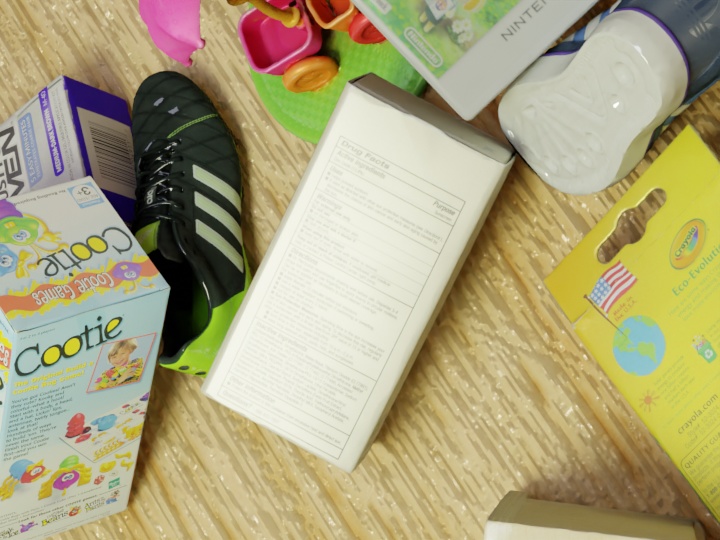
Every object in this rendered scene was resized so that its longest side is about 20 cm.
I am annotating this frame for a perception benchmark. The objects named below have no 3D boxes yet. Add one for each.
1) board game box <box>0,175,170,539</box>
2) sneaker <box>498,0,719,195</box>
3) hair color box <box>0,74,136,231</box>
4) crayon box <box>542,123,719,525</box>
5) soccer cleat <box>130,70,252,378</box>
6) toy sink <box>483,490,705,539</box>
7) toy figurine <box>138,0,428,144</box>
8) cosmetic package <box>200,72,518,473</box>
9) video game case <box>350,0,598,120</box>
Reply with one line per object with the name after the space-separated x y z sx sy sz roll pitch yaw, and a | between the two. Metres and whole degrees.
-0.195 0.059 1.425 0.103 0.104 0.201 52 143 32 | board game box
0.165 -0.123 1.258 0.081 0.146 0.200 49 159 1 | sneaker
-0.227 -0.023 1.526 0.200 0.065 0.110 -37 54 30 | hair color box
0.199 0.038 1.225 0.127 0.051 0.201 -47 62 23 | crayon box
-0.110 -0.032 1.439 0.067 0.081 0.201 -24 72 32 | soccer cleat
0.120 0.190 1.218 0.111 0.200 0.132 6 89 7 | toy sink
-0.042 -0.168 1.339 0.199 0.184 0.151 -32 68 29 | toy figurine
0.000 0.000 1.340 0.105 0.071 0.201 29 104 4 | cosmetic package
0.053 -0.210 1.223 0.182 0.022 0.200 -42 100 13 | video game case
